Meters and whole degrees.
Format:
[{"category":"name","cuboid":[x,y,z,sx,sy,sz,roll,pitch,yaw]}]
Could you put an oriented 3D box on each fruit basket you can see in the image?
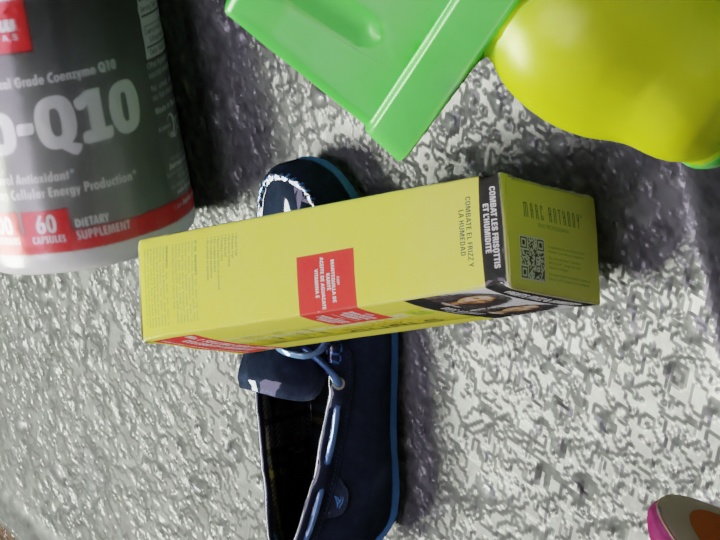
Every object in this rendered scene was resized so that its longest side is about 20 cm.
[{"category":"fruit basket","cuboid":[0.071,-0.129,0.851,0.215,0.156,0.216,8,140,7]}]

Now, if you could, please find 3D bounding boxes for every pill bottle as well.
[{"category":"pill bottle","cuboid":[-0.154,-0.108,1.132,0.114,0.114,0.200,9,115,49]}]

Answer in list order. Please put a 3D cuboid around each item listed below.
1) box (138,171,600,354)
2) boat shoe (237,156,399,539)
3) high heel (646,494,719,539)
[{"category":"box","cuboid":[0.000,0.000,0.975,0.200,0.075,0.050,-8,79,36]},{"category":"boat shoe","cuboid":[-0.023,0.048,1.080,0.084,0.069,0.200,4,108,51]},{"category":"high heel","cuboid":[0.171,0.185,0.908,0.200,0.067,0.096,44,128,10]}]
